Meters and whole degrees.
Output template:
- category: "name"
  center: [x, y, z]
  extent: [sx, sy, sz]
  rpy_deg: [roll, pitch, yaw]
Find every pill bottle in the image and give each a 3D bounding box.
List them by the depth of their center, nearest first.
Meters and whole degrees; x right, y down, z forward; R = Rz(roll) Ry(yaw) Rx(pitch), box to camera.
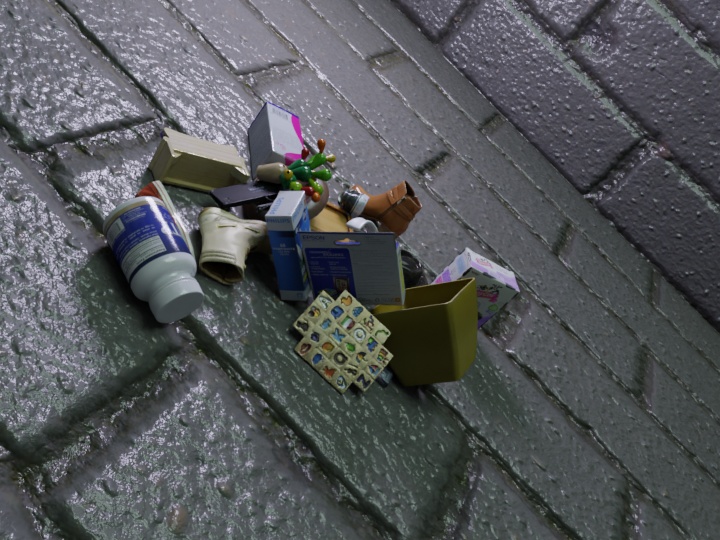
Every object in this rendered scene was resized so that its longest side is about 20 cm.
- category: "pill bottle"
  center: [-0.355, -0.016, 1.198]
  extent: [0.119, 0.120, 0.201]
  rpy_deg: [-8, 59, -51]

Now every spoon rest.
- category: "spoon rest"
  center: [0.021, -0.043, 1.555]
  extent: [0.099, 0.201, 0.061]
  rpy_deg: [23, 57, 34]

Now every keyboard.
- category: "keyboard"
  center: [-0.209, -0.157, 1.465]
  extent: [0.198, 0.021, 0.127]
  rpy_deg: [-17, 40, -34]

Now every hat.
- category: "hat"
  center: [0.092, 0.001, 1.673]
  extent: [0.198, 0.081, 0.203]
  rpy_deg: [15, 45, -16]

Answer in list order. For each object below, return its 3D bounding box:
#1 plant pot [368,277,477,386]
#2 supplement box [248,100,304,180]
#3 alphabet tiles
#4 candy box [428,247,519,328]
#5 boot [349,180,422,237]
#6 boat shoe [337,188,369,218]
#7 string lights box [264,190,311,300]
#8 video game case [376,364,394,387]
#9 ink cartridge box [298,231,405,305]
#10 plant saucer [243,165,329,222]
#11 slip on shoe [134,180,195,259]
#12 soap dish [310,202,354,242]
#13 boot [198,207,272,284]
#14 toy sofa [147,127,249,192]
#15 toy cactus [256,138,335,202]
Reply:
- category: "plant pot"
  center: [0.151, 0.140, 1.497]
  extent: [0.200, 0.197, 0.179]
  rpy_deg: [-30, 108, -61]
- category: "supplement box"
  center: [-0.207, -0.305, 1.702]
  extent: [0.100, 0.103, 0.202]
  rpy_deg: [21, 38, -32]
- category: "alphabet tiles"
  center: [-0.034, 0.143, 1.393]
  extent: [0.200, 0.006, 0.167]
  rpy_deg: [43, 68, -3]
- category: "candy box"
  center: [0.268, 0.060, 1.724]
  extent: [0.166, 0.200, 0.072]
  rpy_deg: [25, 36, -26]
- category: "boot"
  center: [0.068, -0.187, 1.821]
  extent: [0.201, 0.155, 0.073]
  rpy_deg: [53, 34, 14]
- category: "boat shoe"
  center: [-0.021, -0.177, 1.728]
  extent: [0.070, 0.073, 0.200]
  rpy_deg: [33, -3, -4]
- category: "string lights box"
  center: [-0.139, -0.050, 1.410]
  extent: [0.058, 0.202, 0.103]
  rpy_deg: [2, 35, 13]
- category: "video game case"
  center: [0.004, 0.146, 1.506]
  extent: [0.200, 0.019, 0.143]
  rpy_deg: [43, 32, -5]
- category: "ink cartridge box"
  center: [-0.013, -0.013, 1.399]
  extent: [0.194, 0.202, 0.047]
  rpy_deg: [2, 41, 12]
- category: "plant saucer"
  center: [-0.169, -0.175, 1.551]
  extent: [0.197, 0.032, 0.202]
  rpy_deg: [-2, 46, 3]
- category: "slip on shoe"
  center: [-0.369, -0.077, 1.313]
  extent: [0.061, 0.074, 0.202]
  rpy_deg: [-26, 77, -20]
- category: "soap dish"
  center: [-0.103, -0.102, 1.608]
  extent: [0.198, 0.081, 0.159]
  rpy_deg: [24, 38, -27]
- category: "boot"
  center: [-0.234, -0.036, 1.396]
  extent: [0.198, 0.073, 0.157]
  rpy_deg: [20, 39, -30]
- category: "toy sofa"
  center: [-0.346, -0.224, 1.475]
  extent: [0.198, 0.083, 0.098]
  rpy_deg: [9, 41, -43]
- category: "toy cactus"
  center: [-0.144, -0.214, 1.481]
  extent: [0.162, 0.103, 0.201]
  rpy_deg: [3, 39, 10]
